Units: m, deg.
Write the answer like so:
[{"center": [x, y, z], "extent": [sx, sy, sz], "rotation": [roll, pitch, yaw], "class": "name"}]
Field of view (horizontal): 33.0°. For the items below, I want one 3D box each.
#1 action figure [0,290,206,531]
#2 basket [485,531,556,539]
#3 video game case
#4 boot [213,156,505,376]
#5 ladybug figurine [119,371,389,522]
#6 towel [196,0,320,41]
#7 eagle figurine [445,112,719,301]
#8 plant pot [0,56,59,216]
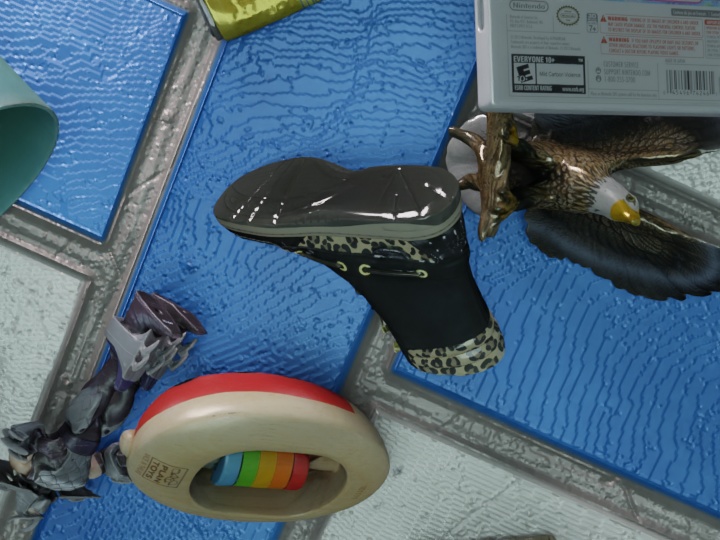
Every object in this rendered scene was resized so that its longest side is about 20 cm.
[{"center": [-0.194, 0.109, 0.880], "extent": [0.069, 0.130, 0.201], "rotation": [38, 97, 24], "class": "action figure"}, {"center": [0.103, 0.283, 0.850], "extent": [0.121, 0.200, 0.138], "rotation": [-9, 100, 1], "class": "basket"}, {"center": [0.162, -0.191, 0.766], "extent": [0.197, 0.024, 0.185], "rotation": [-2, 89, -21], "class": "video game case"}, {"center": [0.000, 0.001, 0.858], "extent": [0.201, 0.074, 0.155], "rotation": [4, 135, 35], "class": "boot"}, {"center": [-0.074, 0.122, 0.869], "extent": [0.197, 0.073, 0.136], "rotation": [11, 135, -26], "class": "ladybug figurine"}, {"center": [-0.044, -0.260, 0.846], "extent": [0.197, 0.023, 0.146], "rotation": [-21, 98, 7], "class": "towel"}, {"center": [0.166, -0.061, 0.833], "extent": [0.197, 0.153, 0.152], "rotation": [1, 147, -26], "class": "eagle figurine"}, {"center": [-0.329, -0.104, 0.813], "extent": [0.200, 0.200, 0.162], "rotation": [-40, 83, 10], "class": "plant pot"}]
